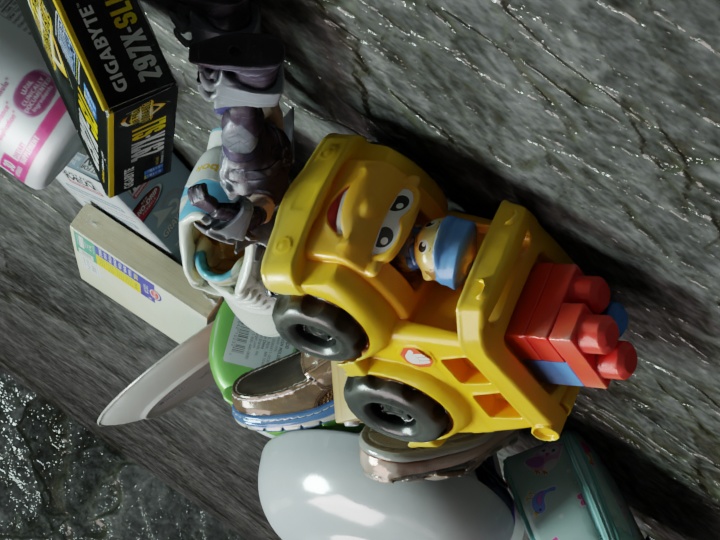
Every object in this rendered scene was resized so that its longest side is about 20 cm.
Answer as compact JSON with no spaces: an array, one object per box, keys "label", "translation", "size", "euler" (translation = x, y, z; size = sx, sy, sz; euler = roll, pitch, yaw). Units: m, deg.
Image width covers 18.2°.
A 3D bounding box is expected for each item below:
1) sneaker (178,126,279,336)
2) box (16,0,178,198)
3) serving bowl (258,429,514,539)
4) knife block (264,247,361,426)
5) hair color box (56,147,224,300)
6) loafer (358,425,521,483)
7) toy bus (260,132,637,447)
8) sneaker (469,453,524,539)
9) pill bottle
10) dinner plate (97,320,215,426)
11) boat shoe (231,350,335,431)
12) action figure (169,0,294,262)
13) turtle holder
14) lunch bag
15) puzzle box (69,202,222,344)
[{"label":"sneaker","translation":[-0.086,-0.010,1.552],"size":[0.076,0.081,0.200],"euler":[14,148,20]},{"label":"box","translation":[-0.163,-0.143,1.339],"size":[0.160,0.049,0.200],"euler":[63,169,7]},{"label":"serving bowl","translation":[0.012,0.194,1.686],"size":[0.200,0.066,0.200],"euler":[15,153,8]},{"label":"knife block","translation":[0.033,0.014,1.502],"size":[0.200,0.176,0.064],"euler":[2,171,-27]},{"label":"hair color box","translation":[-0.165,-0.051,1.790],"size":[0.099,0.061,0.200],"euler":[24,164,38]},{"label":"loafer","translation":[0.066,0.121,1.583],"size":[0.072,0.063,0.200],"euler":[19,-156,29]},{"label":"toy bus","translation":[0.067,0.016,1.350],"size":[0.192,0.136,0.200],"euler":[2,146,42]},{"label":"sneaker","translation":[0.048,0.139,1.813],"size":[0.146,0.081,0.200],"euler":[44,-171,-40]},{"label":"pill bottle","translation":[-0.272,-0.156,1.562],"size":[0.200,0.113,0.113],"euler":[35,167,-2]},{"label":"dinner plate","translation":[-0.128,0.075,1.844],"size":[0.024,0.200,0.200],"euler":[55,169,8]},{"label":"boat shoe","translation":[-0.006,0.053,1.594],"size":[0.072,0.200,0.072],"euler":[-86,-25,-63]},{"label":"action figure","translation":[-0.073,-0.091,1.349],"size":[0.069,0.130,0.200],"euler":[-7,146,0]},{"label":"turtle holder","translation":[-0.019,0.062,1.718],"size":[0.132,0.185,0.141],"euler":[72,-178,-76]},{"label":"lunch bag","translation":[0.187,0.229,1.739],"size":[0.200,0.077,0.160],"euler":[55,-170,-50]},{"label":"puzzle box","translation":[-0.172,0.013,1.842],"size":[0.133,0.025,0.200],"euler":[34,168,3]}]
